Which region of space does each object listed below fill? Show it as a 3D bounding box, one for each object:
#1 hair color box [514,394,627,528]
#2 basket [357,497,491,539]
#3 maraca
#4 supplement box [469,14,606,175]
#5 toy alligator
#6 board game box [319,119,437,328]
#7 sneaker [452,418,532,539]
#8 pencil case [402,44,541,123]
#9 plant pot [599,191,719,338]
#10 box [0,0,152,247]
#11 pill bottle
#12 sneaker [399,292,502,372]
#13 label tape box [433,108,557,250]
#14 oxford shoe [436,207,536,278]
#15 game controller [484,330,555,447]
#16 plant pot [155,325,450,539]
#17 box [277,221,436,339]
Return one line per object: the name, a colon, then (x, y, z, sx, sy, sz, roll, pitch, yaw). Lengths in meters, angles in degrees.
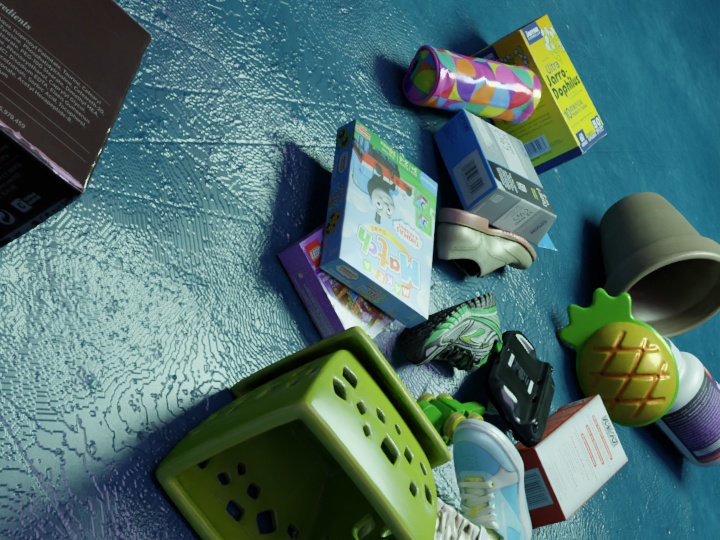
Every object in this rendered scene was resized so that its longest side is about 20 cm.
hair color box: (0.267, 0.246, 1.680, 0.200, 0.061, 0.102, -24, 90, -52)
basket: (0.032, 0.328, 1.290, 0.123, 0.135, 0.201, 42, 43, -22)
maraca: (0.364, 0.124, 1.817, 0.201, 0.137, 0.107, 59, 4, 3)
supplement box: (0.257, -0.253, 1.896, 0.109, 0.109, 0.201, -37, 100, -52)
toy alligator: (0.113, 0.183, 1.539, 0.199, 0.059, 0.055, 10, 108, -56)
board game box: (0.025, -0.055, 1.499, 0.151, 0.036, 0.201, 35, 47, -35)
sneaker: (0.136, 0.277, 1.457, 0.131, 0.079, 0.201, -53, 131, -47)
pencil case: (0.153, -0.251, 1.759, 0.199, 0.088, 0.089, 6, 66, -38)
plant pot: (0.445, -0.020, 1.960, 0.200, 0.200, 0.175, 28, 34, -39)
box: (-0.310, -0.154, 1.097, 0.164, 0.165, 0.201, 40, 45, -29)
pill bottle: (0.481, 0.192, 1.930, 0.200, 0.111, 0.112, 46, 41, -25)
sneaker: (0.121, 0.085, 1.573, 0.199, 0.078, 0.086, -16, 84, -54)
label tape box: (0.203, -0.120, 1.766, 0.199, 0.066, 0.144, 19, 41, -42)
oxford shoe: (0.161, -0.024, 1.707, 0.199, 0.070, 0.074, 20, 81, -45)
game controller: (0.204, 0.146, 1.648, 0.104, 0.042, 0.200, 46, 23, -4)
plant pot: (-0.040, 0.180, 1.234, 0.200, 0.199, 0.182, 54, 33, -15)
box: (0.000, 0.000, 1.502, 0.200, 0.039, 0.138, -36, 100, -53)
